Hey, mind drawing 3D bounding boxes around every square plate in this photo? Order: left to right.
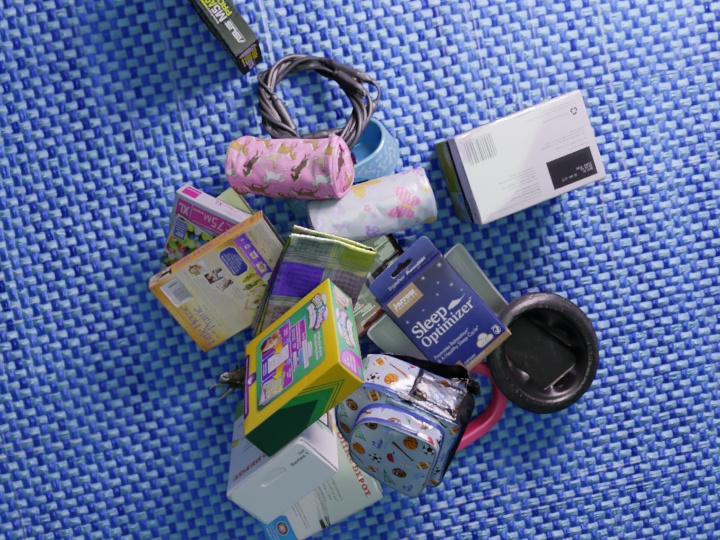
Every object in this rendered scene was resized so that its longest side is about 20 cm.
[{"bbox_3d":[0.128,0.079,1.306,0.200,0.028,0.198,-43,127,1],"label":"square plate"}]

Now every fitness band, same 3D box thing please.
[{"bbox_3d":[0.145,0.224,1.333,0.198,0.037,0.145,-32,112,0],"label":"fitness band"}]

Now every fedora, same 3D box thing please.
[{"bbox_3d":[0.282,0.125,1.322,0.196,0.092,0.205,-2,101,-10],"label":"fedora"}]

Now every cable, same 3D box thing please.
[{"bbox_3d":[-0.077,-0.255,1.272,0.197,0.051,0.165,25,81,13],"label":"cable"}]

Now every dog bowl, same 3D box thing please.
[{"bbox_3d":[-0.036,-0.165,1.274,0.198,0.050,0.112,-29,54,1],"label":"dog bowl"}]

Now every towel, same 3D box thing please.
[{"bbox_3d":[-0.069,0.036,1.220,0.141,0.023,0.202,14,120,-18],"label":"towel"}]

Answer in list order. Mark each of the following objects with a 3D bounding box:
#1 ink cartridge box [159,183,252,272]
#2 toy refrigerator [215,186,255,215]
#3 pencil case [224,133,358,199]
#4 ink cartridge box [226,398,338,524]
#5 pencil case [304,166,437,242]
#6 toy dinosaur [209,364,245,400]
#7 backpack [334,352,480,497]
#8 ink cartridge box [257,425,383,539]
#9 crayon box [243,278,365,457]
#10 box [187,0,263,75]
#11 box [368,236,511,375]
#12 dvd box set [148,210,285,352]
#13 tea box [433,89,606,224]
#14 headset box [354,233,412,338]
[{"bbox_3d":[-0.242,-0.015,1.257,0.118,0.042,0.203,24,120,10],"label":"ink cartridge box"},{"bbox_3d":[-0.160,-0.034,1.295,0.070,0.076,0.201,-37,95,-1],"label":"toy refrigerator"},{"bbox_3d":[-0.106,-0.153,1.211,0.197,0.083,0.088,4,54,26],"label":"pencil case"},{"bbox_3d":[-0.112,0.241,1.197,0.144,0.201,0.084,-39,115,16],"label":"ink cartridge box"},{"bbox_3d":[0.016,-0.085,1.224,0.197,0.083,0.092,-19,113,-2],"label":"pencil case"},{"bbox_3d":[-0.131,0.181,1.323,0.198,0.077,0.103,27,112,-17],"label":"toy dinosaur"},{"bbox_3d":[0.055,0.224,1.220,0.188,0.154,0.202,27,128,16],"label":"backpack"},{"bbox_3d":[-0.080,0.332,1.320,0.197,0.084,0.148,-26,94,-2],"label":"ink cartridge box"},{"bbox_3d":[-0.083,0.129,1.143,0.172,0.201,0.058,-38,118,16],"label":"crayon box"},{"bbox_3d":[-0.223,-0.397,1.224,0.044,0.160,0.201,-37,96,-2],"label":"box"},{"bbox_3d":[0.117,0.061,1.227,0.121,0.032,0.200,-41,102,8],"label":"box"},{"bbox_3d":[-0.190,0.020,1.218,0.198,0.030,0.147,-31,122,7],"label":"dvd box set"},{"bbox_3d":[0.233,-0.167,1.249,0.197,0.197,0.136,-20,96,-3],"label":"tea box"},{"bbox_3d":[0.000,0.000,1.306,0.148,0.077,0.201,-38,96,-1],"label":"headset box"}]
